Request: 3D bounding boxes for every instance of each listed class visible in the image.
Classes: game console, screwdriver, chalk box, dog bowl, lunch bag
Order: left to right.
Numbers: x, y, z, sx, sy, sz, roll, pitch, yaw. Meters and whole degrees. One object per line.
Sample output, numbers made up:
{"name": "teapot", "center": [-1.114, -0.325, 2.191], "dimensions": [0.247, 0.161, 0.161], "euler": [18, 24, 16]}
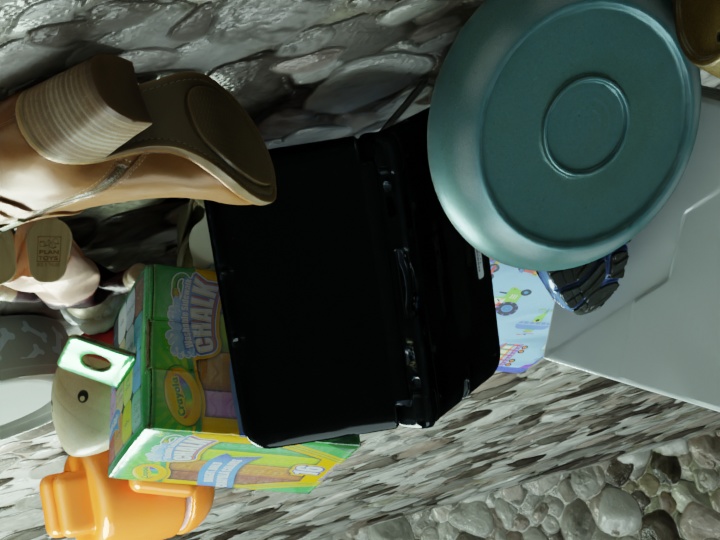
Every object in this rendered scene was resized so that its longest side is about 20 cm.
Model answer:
{"name": "dog bowl", "center": [-0.318, 0.094, 1.524], "dimensions": [0.199, 0.059, 0.200], "euler": [-17, 165, -5]}
{"name": "chalk box", "center": [-0.112, 0.077, 1.327], "dimensions": [0.198, 0.125, 0.124], "euler": [5, 157, -17]}
{"name": "screwdriver", "center": [-0.011, -0.059, 1.307], "dimensions": [0.029, 0.028, 0.200], "euler": [30, 116, -34]}
{"name": "game console", "center": [0.000, 0.000, 1.268], "dimensions": [0.116, 0.202, 0.176], "euler": [1, -161, 31]}
{"name": "lunch bag", "center": [0.096, 0.009, 1.422], "dimensions": [0.199, 0.095, 0.151], "euler": [23, 137, -16]}

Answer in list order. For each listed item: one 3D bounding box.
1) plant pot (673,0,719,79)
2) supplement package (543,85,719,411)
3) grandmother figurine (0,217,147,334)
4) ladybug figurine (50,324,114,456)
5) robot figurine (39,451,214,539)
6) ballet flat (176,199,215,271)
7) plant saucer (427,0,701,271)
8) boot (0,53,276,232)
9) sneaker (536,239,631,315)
{"name": "plant pot", "center": [0.301, -0.165, 1.157], "dimensions": [0.198, 0.188, 0.186], "euler": [3, 159, -18]}
{"name": "supplement package", "center": [0.232, -0.022, 1.289], "dimensions": [0.155, 0.202, 0.111], "euler": [16, -168, 25]}
{"name": "grandmother figurine", "center": [-0.208, 0.005, 1.347], "dimensions": [0.120, 0.061, 0.200], "euler": [6, 170, 6]}
{"name": "ladybug figurine", "center": [-0.171, 0.063, 1.459], "dimensions": [0.135, 0.072, 0.200], "euler": [-22, -161, 42]}
{"name": "robot figurine", "center": [-0.240, 0.236, 2.013], "dimensions": [0.199, 0.117, 0.144], "euler": [-8, 138, -33]}
{"name": "ballet flat", "center": [-0.104, -0.021, 1.338], "dimensions": [0.069, 0.070, 0.200], "euler": [-14, 160, -15]}
{"name": "plant saucer", "center": [0.135, -0.092, 1.169], "dimensions": [0.199, 0.202, 0.027], "euler": [-12, -157, -22]}
{"name": "boot", "center": [-0.156, -0.055, 1.135], "dimensions": [0.155, 0.077, 0.200], "euler": [-28, 160, 27]}
{"name": "sneaker", "center": [0.116, -0.065, 1.245], "dimensions": [0.075, 0.201, 0.078], "euler": [-26, -171, -17]}
